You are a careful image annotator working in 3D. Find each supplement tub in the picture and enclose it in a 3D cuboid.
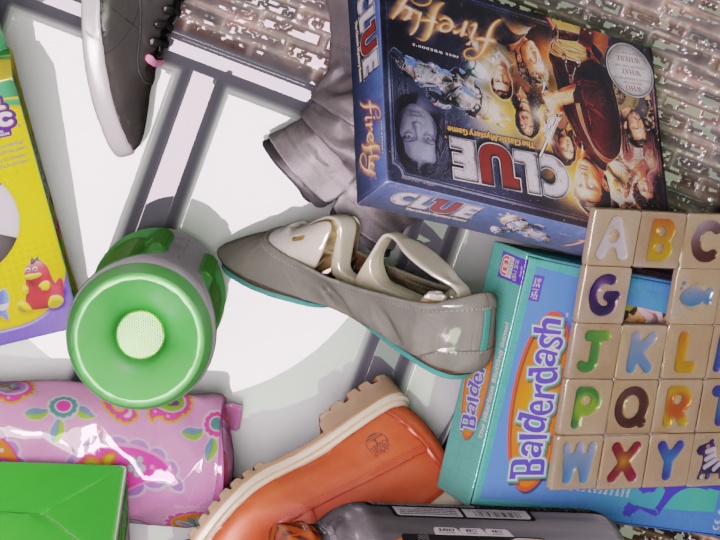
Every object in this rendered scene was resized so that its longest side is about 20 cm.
[{"bbox_3d":[0.046,0.193,1.319,0.198,0.122,0.124,3,97,-16],"label":"supplement tub"}]

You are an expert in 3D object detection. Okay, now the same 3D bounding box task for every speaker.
[{"bbox_3d":[-0.121,0.025,1.347,0.088,0.200,0.089,0,97,-1],"label":"speaker"}]

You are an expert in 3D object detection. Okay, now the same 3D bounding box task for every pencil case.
[{"bbox_3d":[-0.172,0.107,1.418,0.198,0.087,0.088,4,97,-3],"label":"pencil case"}]

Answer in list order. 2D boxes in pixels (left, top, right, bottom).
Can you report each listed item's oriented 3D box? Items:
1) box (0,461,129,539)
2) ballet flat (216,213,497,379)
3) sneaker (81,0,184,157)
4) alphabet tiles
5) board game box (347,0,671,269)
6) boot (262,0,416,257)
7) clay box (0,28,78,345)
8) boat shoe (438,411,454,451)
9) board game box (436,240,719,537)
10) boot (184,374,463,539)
[{"bbox_3d":[-0.237,0.206,1.385,0.198,0.097,0.178,2,125,-1],"label":"box"},{"bbox_3d":[0.000,0.000,1.377,0.199,0.067,0.064,25,114,33],"label":"ballet flat"},{"bbox_3d":[-0.112,-0.168,1.388,0.098,0.071,0.202,0,93,3],"label":"sneaker"},{"bbox_3d":[0.205,0.048,1.384,0.199,0.008,0.169,1,103,-30],"label":"alphabet tiles"},{"bbox_3d":[0.087,-0.085,1.348,0.199,0.035,0.136,11,63,-30],"label":"board game box"},{"bbox_3d":[-0.013,-0.114,1.403,0.131,0.070,0.200,-40,92,9],"label":"boot"},{"bbox_3d":[-0.242,-0.047,1.372,0.114,0.048,0.201,-14,123,-3],"label":"clay box"},{"bbox_3d":[0.081,0.107,1.434,0.068,0.057,0.202,14,96,-3],"label":"boat shoe"},{"bbox_3d":[0.155,0.074,1.401,0.199,0.045,0.153,10,97,-28],"label":"board game box"},{"bbox_3d":[-0.026,0.160,1.391,0.200,0.075,0.107,-37,71,-16],"label":"boot"}]
